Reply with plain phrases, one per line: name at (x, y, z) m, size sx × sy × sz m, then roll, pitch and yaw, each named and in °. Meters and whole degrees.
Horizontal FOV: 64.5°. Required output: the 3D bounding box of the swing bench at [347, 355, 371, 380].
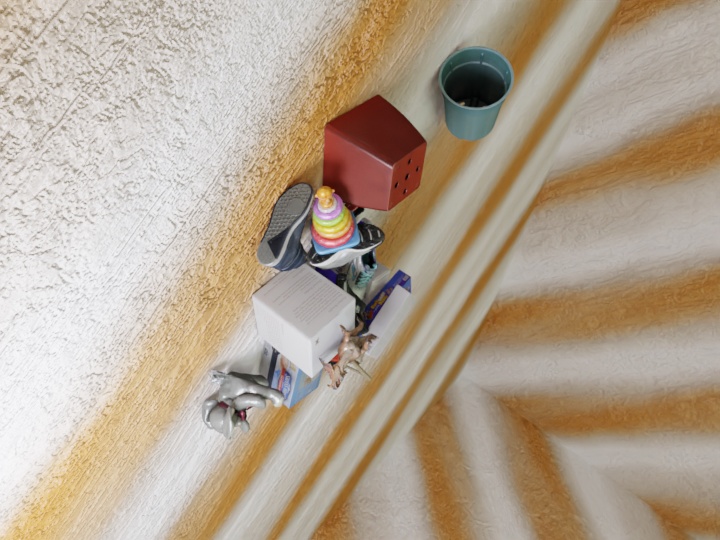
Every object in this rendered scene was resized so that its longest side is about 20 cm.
swing bench at (0.003, 0.219, 1.870) m, size 0.200 × 0.129 × 0.201 m, roll -61°, pitch 157°, yaw -22°

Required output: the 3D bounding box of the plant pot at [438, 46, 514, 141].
plant pot at (0.315, -0.479, 1.598) m, size 0.201 × 0.199 × 0.196 m, roll -52°, pitch 164°, yaw -11°

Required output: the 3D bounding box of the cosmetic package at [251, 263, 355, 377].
cosmetic package at (-0.139, 0.116, 1.420) m, size 0.167 × 0.199 × 0.167 m, roll -40°, pitch 151°, yaw -31°

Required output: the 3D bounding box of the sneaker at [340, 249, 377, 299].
sneaker at (0.000, 0.000, 1.486) m, size 0.077 × 0.086 × 0.202 m, roll -14°, pitch 118°, yaw -39°

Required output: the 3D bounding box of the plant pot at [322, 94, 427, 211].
plant pot at (0.042, -0.257, 1.340) m, size 0.200 × 0.175 × 0.201 m, roll -39°, pitch 150°, yaw -34°

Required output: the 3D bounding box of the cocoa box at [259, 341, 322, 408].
cocoa box at (-0.183, 0.249, 1.579) m, size 0.133 × 0.131 × 0.202 m, roll -28°, pitch 143°, yaw -48°

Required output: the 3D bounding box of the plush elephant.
plush elephant at (-0.311, 0.343, 1.426) m, size 0.199 × 0.164 × 0.157 m, roll 22°, pitch 87°, yaw -37°

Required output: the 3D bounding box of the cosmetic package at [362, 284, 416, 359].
cosmetic package at (0.072, 0.142, 1.567) m, size 0.201 × 0.050 × 0.083 m, roll -56°, pitch 153°, yaw -3°

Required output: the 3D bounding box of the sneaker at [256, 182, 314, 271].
sneaker at (-0.151, -0.092, 1.299) m, size 0.204 × 0.076 × 0.146 m, roll -61°, pitch 161°, yaw -2°

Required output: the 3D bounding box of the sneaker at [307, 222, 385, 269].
sneaker at (-0.032, -0.057, 1.427) m, size 0.198 × 0.075 × 0.079 m, roll -20°, pitch 153°, yaw 11°

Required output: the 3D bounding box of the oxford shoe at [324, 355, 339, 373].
oxford shoe at (-0.100, 0.202, 1.674) m, size 0.073 × 0.070 × 0.202 m, roll 108°, pitch -22°, yaw -68°

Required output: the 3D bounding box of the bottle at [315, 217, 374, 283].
bottle at (-0.036, -0.054, 1.551) m, size 0.201 × 0.083 × 0.065 m, roll -52°, pitch 167°, yaw -13°

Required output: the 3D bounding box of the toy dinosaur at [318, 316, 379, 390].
toy dinosaur at (-0.032, 0.197, 1.383) m, size 0.136 × 0.086 × 0.200 m, roll -57°, pitch 169°, yaw 18°

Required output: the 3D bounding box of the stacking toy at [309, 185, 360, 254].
stacking toy at (-0.072, -0.134, 1.312) m, size 0.115 × 0.111 × 0.201 m, roll -15°, pitch 153°, yaw -1°

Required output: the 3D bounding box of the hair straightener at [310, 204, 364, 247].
hair straightener at (-0.061, -0.108, 1.490) m, size 0.200 × 0.041 × 0.077 m, roll -48°, pitch 154°, yaw -21°

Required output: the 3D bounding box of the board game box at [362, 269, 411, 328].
board game box at (0.071, 0.112, 1.644) m, size 0.200 × 0.045 × 0.135 m, roll -47°, pitch 154°, yaw -22°

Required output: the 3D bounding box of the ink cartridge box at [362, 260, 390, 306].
ink cartridge box at (-0.009, 0.052, 1.657) m, size 0.087 × 0.145 × 0.202 m, roll -32°, pitch 146°, yaw -42°

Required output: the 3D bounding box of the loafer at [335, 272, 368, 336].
loafer at (-0.022, 0.089, 1.483) m, size 0.068 × 0.069 × 0.202 m, roll -93°, pitch 172°, yaw -55°
